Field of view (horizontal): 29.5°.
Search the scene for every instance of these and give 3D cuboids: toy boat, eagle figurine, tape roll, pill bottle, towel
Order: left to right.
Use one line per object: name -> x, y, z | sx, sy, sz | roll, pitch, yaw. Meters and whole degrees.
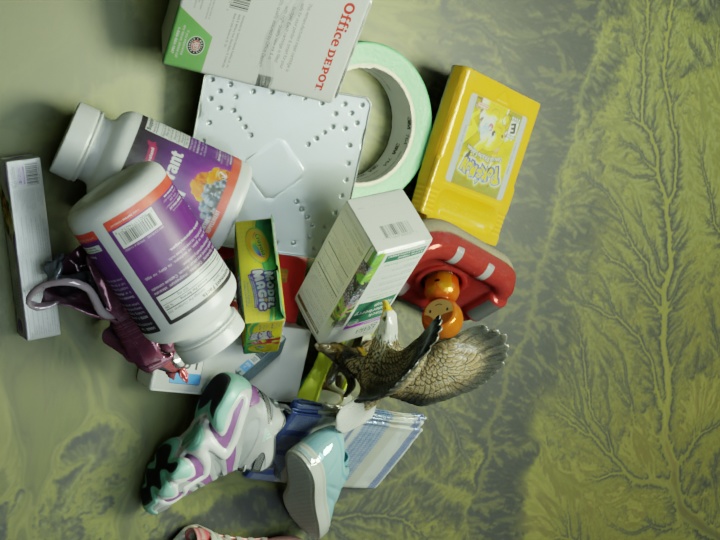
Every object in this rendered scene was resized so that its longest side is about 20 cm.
pill bottle -> -0.229, -0.105, 1.490 | 0.200, 0.111, 0.112 | 23, 87, -14
pill bottle -> -0.204, -0.005, 1.407 | 0.112, 0.112, 0.200 | -38, 110, -20
towel -> -0.031, 0.219, 1.709 | 0.200, 0.024, 0.147 | 10, 130, -32
tape roll -> -0.007, -0.179, 1.669 | 0.200, 0.048, 0.201 | -7, 104, -30
eagle figurine -> 0.047, 0.107, 1.571 | 0.152, 0.200, 0.151 | -51, 131, -33
toy boat -> 0.100, 0.026, 1.709 | 0.200, 0.130, 0.131 | 27, 47, -32

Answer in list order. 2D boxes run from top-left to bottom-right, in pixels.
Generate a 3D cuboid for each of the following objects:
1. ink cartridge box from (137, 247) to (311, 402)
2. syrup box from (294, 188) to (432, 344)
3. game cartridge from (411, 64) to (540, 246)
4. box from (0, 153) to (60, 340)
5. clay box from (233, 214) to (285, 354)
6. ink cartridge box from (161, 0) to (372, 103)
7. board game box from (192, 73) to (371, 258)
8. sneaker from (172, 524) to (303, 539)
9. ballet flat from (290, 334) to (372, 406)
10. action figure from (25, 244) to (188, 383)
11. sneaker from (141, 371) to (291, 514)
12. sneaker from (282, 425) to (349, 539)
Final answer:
ink cartridge box -> -0.153, 0.061, 1.628 | 0.200, 0.045, 0.177 | 8, 96, -33
syrup box -> 0.000, 0.000, 1.592 | 0.079, 0.082, 0.200 | -14, 151, -31
game cartridge -> 0.149, -0.143, 1.755 | 0.176, 0.032, 0.200 | 15, 91, -49
box -> -0.360, -0.026, 1.484 | 0.041, 0.039, 0.200 | -12, 106, -28
clay box -> -0.114, 0.017, 1.519 | 0.048, 0.200, 0.115 | -6, 76, -6
ink cartridge box -> -0.104, -0.283, 1.504 | 0.200, 0.084, 0.146 | 12, 125, -17
board game box -> -0.103, -0.121, 1.590 | 0.200, 0.026, 0.200 | 7, 105, -19
sneaker -> -0.155, 0.348, 1.663 | 0.200, 0.075, 0.105 | -20, 115, -23
ballet flat -> -0.031, 0.131, 1.697 | 0.067, 0.067, 0.200 | 29, 82, -56
action figure -> -0.243, 0.049, 1.486 | 0.200, 0.134, 0.149 | 59, 25, -19
sneaker -> -0.157, 0.227, 1.613 | 0.140, 0.078, 0.200 | 31, 106, -30
sneaker -> -0.043, 0.260, 1.676 | 0.082, 0.074, 0.200 | -35, 154, -26
